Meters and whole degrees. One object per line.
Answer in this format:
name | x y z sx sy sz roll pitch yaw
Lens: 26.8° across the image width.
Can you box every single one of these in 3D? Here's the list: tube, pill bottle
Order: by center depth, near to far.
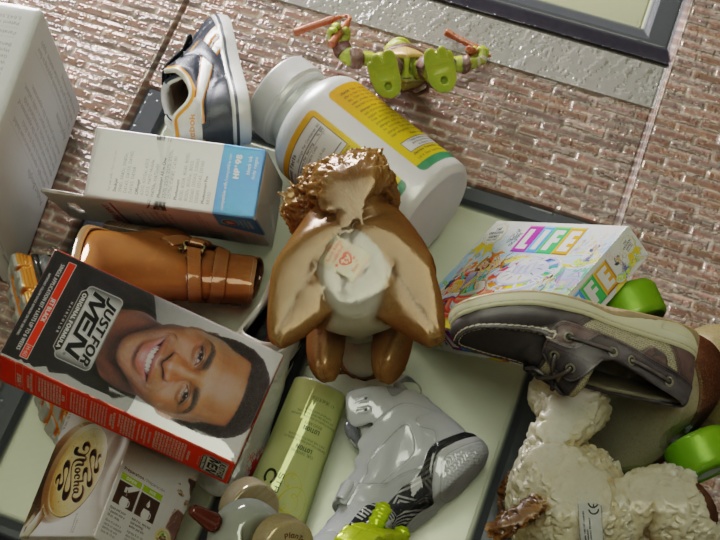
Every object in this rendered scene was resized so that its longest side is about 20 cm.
tube | -0.067 0.191 1.278 0.057 0.052 0.202 13 71 28
pill bottle | -0.008 -0.107 1.392 0.199 0.113 0.113 39 71 19

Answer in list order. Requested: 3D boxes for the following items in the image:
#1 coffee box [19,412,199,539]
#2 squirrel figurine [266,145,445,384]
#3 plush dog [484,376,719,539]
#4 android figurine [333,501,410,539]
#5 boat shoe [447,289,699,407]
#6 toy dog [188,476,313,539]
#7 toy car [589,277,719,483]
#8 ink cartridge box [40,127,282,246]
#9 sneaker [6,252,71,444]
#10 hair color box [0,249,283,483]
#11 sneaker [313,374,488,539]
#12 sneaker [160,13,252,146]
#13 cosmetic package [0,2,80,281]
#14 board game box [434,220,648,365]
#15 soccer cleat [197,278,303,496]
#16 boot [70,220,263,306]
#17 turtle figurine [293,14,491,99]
coffee box | -0.189 0.143 1.253 0.112 0.080 0.202 -9 53 45
squirrel figurine | 0.000 0.000 1.273 0.139 0.187 0.203 -8 74 6
plush dog | 0.169 0.204 1.196 0.160 0.173 0.200 -34 56 -19
android figurine | -0.010 0.279 1.166 0.041 0.182 0.202 11 64 31
boat shoe | 0.163 0.063 1.141 0.197 0.072 0.066 10 63 -12
toy dog | -0.114 0.258 1.188 0.095 0.131 0.203 18 73 -31
toy car | 0.289 0.102 1.287 0.198 0.158 0.166 -7 63 -33
ink cartridge box | -0.178 -0.078 1.377 0.197 0.116 0.068 8 80 6
sneaker | -0.256 0.071 1.341 0.076 0.078 0.202 -8 70 -28
hair color box | -0.171 0.075 1.178 0.198 0.061 0.102 24 63 -2
sneaker | 0.003 0.175 1.276 0.199 0.075 0.115 -34 66 -19
sneaker | -0.151 -0.182 1.420 0.078 0.079 0.201 -6 33 -7
cosmetic package | -0.377 -0.125 1.389 0.163 0.165 0.202 10 63 9
board game box | 0.137 0.017 1.291 0.135 0.199 0.034 -46 111 -18
soccer cleat | -0.096 0.097 1.310 0.068 0.085 0.202 19 66 11
boot | -0.168 0.005 1.314 0.153 0.075 0.200 13 20 4
turtle figurine | 0.032 -0.197 1.435 0.197 0.161 0.065 9 105 -6
